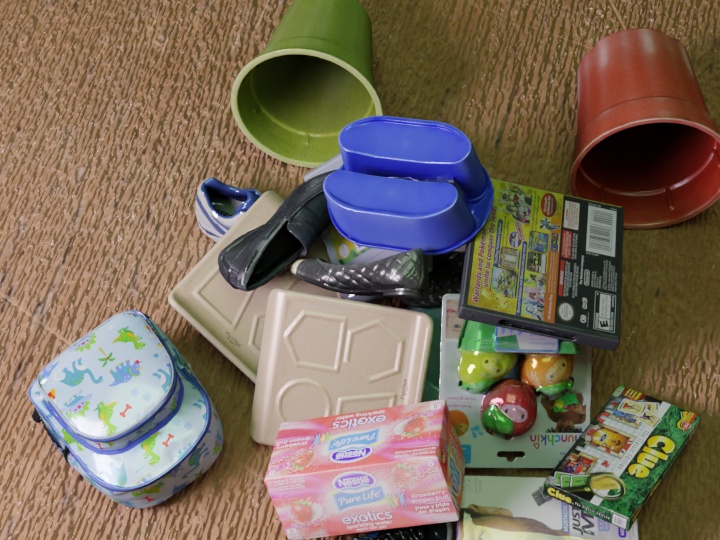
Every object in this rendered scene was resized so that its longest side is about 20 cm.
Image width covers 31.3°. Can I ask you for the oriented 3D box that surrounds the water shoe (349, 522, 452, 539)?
[{"bbox_3d":[0.017,0.322,1.417,0.200,0.079,0.072,-30,63,-14],"label":"water shoe"}]

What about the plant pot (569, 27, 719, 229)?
[{"bbox_3d":[0.360,-0.191,1.643,0.200,0.201,0.195,-1,51,3],"label":"plant pot"}]

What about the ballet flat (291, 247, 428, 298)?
[{"bbox_3d":[0.000,0.000,1.503,0.200,0.066,0.057,4,83,39],"label":"ballet flat"}]

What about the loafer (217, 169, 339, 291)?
[{"bbox_3d":[-0.078,-0.045,1.540,0.201,0.068,0.070,-39,44,-12],"label":"loafer"}]

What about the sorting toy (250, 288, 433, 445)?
[{"bbox_3d":[-0.023,0.126,1.509,0.200,0.036,0.185,10,96,11],"label":"sorting toy"}]

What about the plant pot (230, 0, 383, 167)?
[{"bbox_3d":[-0.055,-0.274,1.723,0.200,0.200,0.190,6,48,7],"label":"plant pot"}]

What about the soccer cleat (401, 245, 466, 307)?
[{"bbox_3d":[0.129,-0.026,1.584,0.200,0.068,0.073,-38,19,3],"label":"soccer cleat"}]

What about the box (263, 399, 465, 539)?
[{"bbox_3d":[0.007,0.222,1.422,0.200,0.095,0.103,-10,31,16],"label":"box"}]

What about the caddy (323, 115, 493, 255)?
[{"bbox_3d":[0.052,-0.094,1.482,0.200,0.105,0.142,9,67,20],"label":"caddy"}]

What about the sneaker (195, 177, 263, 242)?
[{"bbox_3d":[-0.124,-0.056,1.641,0.200,0.088,0.075,18,61,12],"label":"sneaker"}]

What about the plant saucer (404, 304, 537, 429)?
[{"bbox_3d":[0.128,0.097,1.568,0.200,0.036,0.200,-2,60,3],"label":"plant saucer"}]

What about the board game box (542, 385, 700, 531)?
[{"bbox_3d":[0.297,0.207,1.449,0.105,0.023,0.200,22,40,26],"label":"board game box"}]

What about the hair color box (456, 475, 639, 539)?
[{"bbox_3d":[0.207,0.291,1.435,0.200,0.065,0.109,0,60,5],"label":"hair color box"}]

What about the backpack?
[{"bbox_3d":[-0.268,0.163,1.488,0.183,0.147,0.200,-37,67,-15],"label":"backpack"}]

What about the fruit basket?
[{"bbox_3d":[0.181,0.128,1.480,0.185,0.094,0.200,3,84,-10],"label":"fruit basket"}]

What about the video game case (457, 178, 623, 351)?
[{"bbox_3d":[0.210,-0.011,1.475,0.181,0.026,0.200,12,52,-2],"label":"video game case"}]

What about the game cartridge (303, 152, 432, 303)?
[{"bbox_3d":[0.013,-0.066,1.579,0.133,0.040,0.200,-29,63,19],"label":"game cartridge"}]

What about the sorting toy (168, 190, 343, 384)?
[{"bbox_3d":[-0.109,0.029,1.587,0.185,0.036,0.200,43,70,-5],"label":"sorting toy"}]
